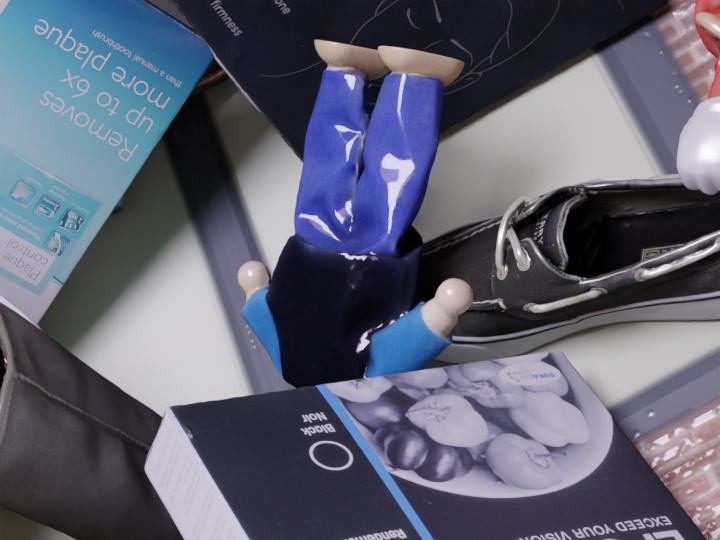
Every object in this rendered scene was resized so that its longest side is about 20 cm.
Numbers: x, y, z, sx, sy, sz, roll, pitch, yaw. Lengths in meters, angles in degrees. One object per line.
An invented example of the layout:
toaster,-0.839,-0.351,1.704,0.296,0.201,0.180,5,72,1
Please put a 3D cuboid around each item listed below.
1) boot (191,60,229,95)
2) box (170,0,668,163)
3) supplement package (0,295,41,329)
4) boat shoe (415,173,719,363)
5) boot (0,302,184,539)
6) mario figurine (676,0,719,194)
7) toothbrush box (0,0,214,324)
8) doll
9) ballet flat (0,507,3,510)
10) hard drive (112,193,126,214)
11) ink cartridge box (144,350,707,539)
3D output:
boot,-0.120,-0.134,1.154,0.199,0.076,0.074,-22,57,-8
box,0.012,-0.174,1.046,0.196,0.200,0.124,-27,49,11
supplement package,-0.271,0.059,0.974,0.200,0.156,0.111,-56,20,-16
boat shoe,0.091,-0.010,0.984,0.199,0.064,0.071,-11,56,23
boot,-0.090,0.111,0.916,0.072,0.200,0.182,-36,49,8
mario figurine,0.200,-0.069,0.934,0.106,0.123,0.200,-57,19,18
toothbrush box,-0.185,-0.076,1.082,0.200,0.146,0.085,-54,19,13
doll,0.000,0.000,0.991,0.136,0.048,0.201,11,93,41
ballet flat,-0.194,0.081,1.094,0.200,0.067,0.071,24,98,38
hard drive,-0.180,-0.111,1.227,0.132,0.027,0.201,-10,55,23
ink cartridge box,0.043,0.118,0.866,0.198,0.043,0.200,-6,42,-30
